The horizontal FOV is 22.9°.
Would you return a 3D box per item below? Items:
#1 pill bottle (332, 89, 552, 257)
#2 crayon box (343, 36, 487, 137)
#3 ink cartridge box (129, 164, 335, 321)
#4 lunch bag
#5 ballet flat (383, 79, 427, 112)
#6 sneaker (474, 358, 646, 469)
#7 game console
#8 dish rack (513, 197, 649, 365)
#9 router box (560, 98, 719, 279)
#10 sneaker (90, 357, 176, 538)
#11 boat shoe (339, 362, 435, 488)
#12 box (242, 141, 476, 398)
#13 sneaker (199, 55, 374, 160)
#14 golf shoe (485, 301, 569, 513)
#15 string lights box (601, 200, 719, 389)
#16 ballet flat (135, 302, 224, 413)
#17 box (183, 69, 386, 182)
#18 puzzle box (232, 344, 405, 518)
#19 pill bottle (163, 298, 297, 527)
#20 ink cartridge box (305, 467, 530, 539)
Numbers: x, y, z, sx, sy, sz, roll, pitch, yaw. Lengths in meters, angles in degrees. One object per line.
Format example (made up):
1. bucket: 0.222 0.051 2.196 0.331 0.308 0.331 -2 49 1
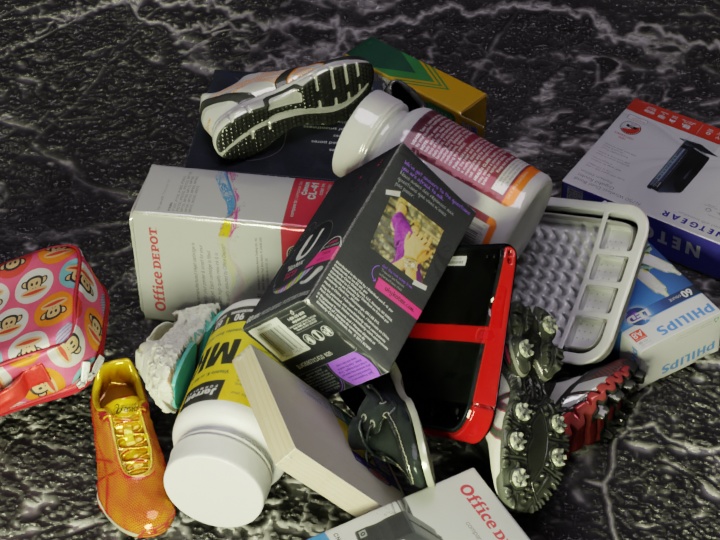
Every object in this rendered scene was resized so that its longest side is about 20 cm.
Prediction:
1. pill bottle: 0.079 -0.089 1.754 0.199 0.115 0.114 31 50 14
2. crayon box: 0.071 -0.160 1.967 0.199 0.127 0.051 31 50 30
3. ink cartridge box: -0.122 -0.020 1.800 0.198 0.149 0.086 8 42 8
4. lunch bag: -0.343 0.074 1.715 0.198 0.082 0.177 -18 40 12
5. ballet flat: 0.067 -0.107 1.838 0.066 0.057 0.201 -27 67 -4
6. sneaker: 0.185 0.133 1.682 0.200 0.071 0.098 -35 54 -30
7. game console: 0.083 0.065 1.646 0.031 0.179 0.200 15 -6 -22
8. dish rack: 0.188 0.012 1.772 0.198 0.044 0.173 8 70 36
9. router box: 0.346 -0.093 1.945 0.199 0.049 0.180 23 47 24
10. sneaker: -0.219 0.165 1.652 0.072 0.078 0.201 -14 45 -14
11. boat shoe: 0.018 0.139 1.598 0.065 0.075 0.200 -15 32 -5
12. box: 0.000 0.000 1.640 0.106 0.122 0.201 42 56 -16
13. sneaker: -0.078 -0.187 1.857 0.198 0.074 0.080 -21 45 -22
14. golf shoe: 0.137 0.130 1.608 0.077 0.088 0.202 25 55 -32
15. string lights box: 0.266 0.023 1.810 0.102 0.059 0.200 -24 46 -19
16. ballet flat: -0.181 0.083 1.718 0.071 0.073 0.200 7 17 9
17. box: -0.079 -0.104 1.909 0.198 0.125 0.198 5 41 6
18. puzzle box: -0.028 0.159 1.583 0.025 0.200 0.134 -40 44 11
19. pill bottle: -0.109 0.132 1.657 0.113 0.115 0.201 8 42 10
20. ink cartridge box: 0.049 0.275 1.519 0.198 0.084 0.145 -20 45 -20
